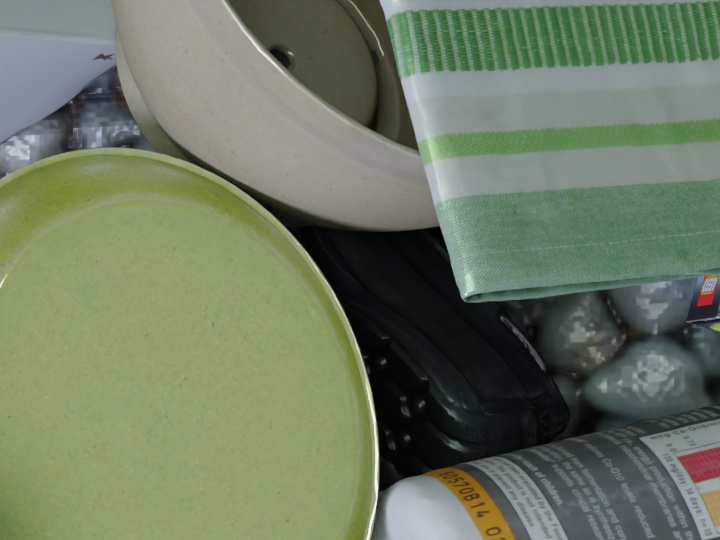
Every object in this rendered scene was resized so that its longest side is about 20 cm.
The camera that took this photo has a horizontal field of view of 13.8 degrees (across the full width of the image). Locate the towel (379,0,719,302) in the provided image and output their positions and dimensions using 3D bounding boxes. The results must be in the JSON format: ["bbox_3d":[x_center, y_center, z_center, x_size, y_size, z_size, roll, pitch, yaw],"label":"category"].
[{"bbox_3d":[0.068,-0.087,0.978,0.152,0.023,0.201,-4,70,-32],"label":"towel"}]

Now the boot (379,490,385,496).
[{"bbox_3d":[-0.012,0.127,1.092,0.199,0.074,0.096,1,74,2],"label":"boot"}]

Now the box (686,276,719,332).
[{"bbox_3d":[0.223,-0.006,1.044,0.199,0.035,0.110,17,83,-11],"label":"box"}]

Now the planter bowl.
[{"bbox_3d":[-0.005,-0.096,1.036,0.200,0.135,0.201,14,60,-25],"label":"planter bowl"}]

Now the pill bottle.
[{"bbox_3d":[0.109,0.107,1.014,0.199,0.116,0.117,-12,77,-18],"label":"pill bottle"}]

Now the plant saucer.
[{"bbox_3d":[-0.076,0.056,1.032,0.199,0.031,0.201,4,98,27],"label":"plant saucer"}]

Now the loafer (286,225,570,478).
[{"bbox_3d":[0.000,0.000,1.112,0.201,0.070,0.068,50,133,26],"label":"loafer"}]

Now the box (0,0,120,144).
[{"bbox_3d":[-0.170,-0.154,1.110,0.124,0.097,0.201,-29,68,43],"label":"box"}]
